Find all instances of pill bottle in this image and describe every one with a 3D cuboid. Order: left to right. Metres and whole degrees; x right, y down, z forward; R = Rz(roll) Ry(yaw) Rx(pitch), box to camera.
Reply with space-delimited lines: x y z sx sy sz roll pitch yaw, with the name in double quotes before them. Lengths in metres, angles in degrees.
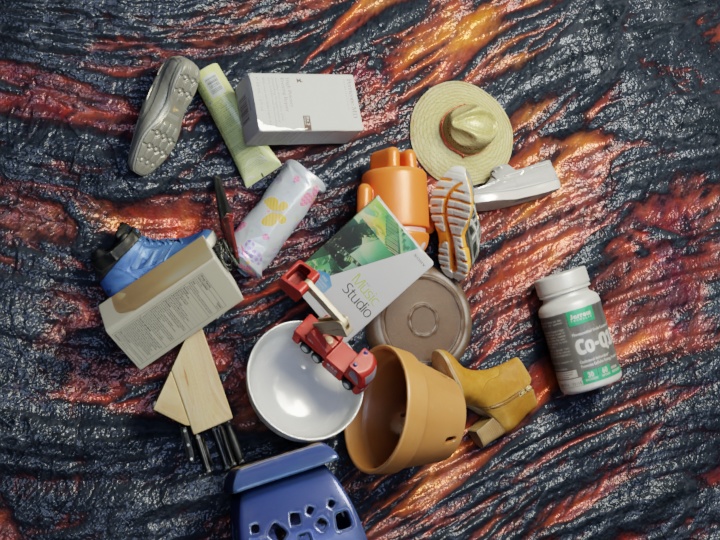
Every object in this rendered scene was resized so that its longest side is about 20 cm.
"pill bottle" 0.375 0.103 1.729 0.111 0.113 0.204 -17 88 -16

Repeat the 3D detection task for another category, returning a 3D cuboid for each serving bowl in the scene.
"serving bowl" -0.096 0.187 1.607 0.196 0.066 0.204 10 60 -17

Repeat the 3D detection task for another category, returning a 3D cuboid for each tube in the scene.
"tube" -0.210 -0.242 1.645 0.051 0.058 0.202 -31 92 -27

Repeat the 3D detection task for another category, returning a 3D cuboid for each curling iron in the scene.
"curling iron" -0.217 -0.082 1.580 0.025 0.050 0.202 -22 47 11

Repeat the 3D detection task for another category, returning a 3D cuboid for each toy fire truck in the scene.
"toy fire truck" -0.049 0.092 1.550 0.199 0.142 0.049 40 56 10

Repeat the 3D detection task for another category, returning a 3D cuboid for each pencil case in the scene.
"pencil case" -0.142 -0.085 1.625 0.083 0.091 0.201 36 76 1

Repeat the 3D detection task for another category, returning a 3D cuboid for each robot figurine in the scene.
"robot figurine" 0.060 -0.101 1.666 0.114 0.144 0.205 -3 84 13

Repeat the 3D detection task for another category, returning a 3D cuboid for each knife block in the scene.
"knife block" -0.236 0.213 1.582 0.173 0.064 0.203 26 78 -11

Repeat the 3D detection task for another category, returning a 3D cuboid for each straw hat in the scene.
"straw hat" 0.192 -0.249 1.731 0.196 0.085 0.206 1 84 -15

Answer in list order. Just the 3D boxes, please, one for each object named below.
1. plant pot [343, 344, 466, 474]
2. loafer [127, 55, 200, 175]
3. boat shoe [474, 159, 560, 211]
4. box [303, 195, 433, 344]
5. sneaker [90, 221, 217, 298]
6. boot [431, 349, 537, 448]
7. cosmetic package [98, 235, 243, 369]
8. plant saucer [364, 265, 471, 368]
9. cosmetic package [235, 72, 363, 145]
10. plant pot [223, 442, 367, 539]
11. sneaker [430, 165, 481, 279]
"plant pot" 0.078 0.234 1.608 0.138 0.199 0.205 14 81 -29
"loafer" -0.327 -0.252 1.610 0.070 0.069 0.203 29 87 -51
"boat shoe" 0.261 -0.154 1.749 0.196 0.072 0.070 -14 81 -15
"box" 0.000 0.000 1.598 0.199 0.036 0.145 -42 95 6
"sneaker" -0.332 -0.038 1.575 0.198 0.077 0.113 -32 102 -9
"boot" 0.216 0.186 1.701 0.143 0.070 0.204 -36 106 -22
"cosmetic package" -0.292 0.050 1.534 0.198 0.071 0.106 -33 131 -3
"plant saucer" 0.104 0.087 1.702 0.196 0.032 0.205 2 83 -14
"cosmetic package" -0.100 -0.266 1.636 0.196 0.074 0.104 -7 81 -30
"plant pot" -0.111 0.375 1.533 0.196 0.200 0.184 -14 82 -15
"sneaker" 0.168 -0.088 1.684 0.077 0.077 0.204 -39 137 -44
